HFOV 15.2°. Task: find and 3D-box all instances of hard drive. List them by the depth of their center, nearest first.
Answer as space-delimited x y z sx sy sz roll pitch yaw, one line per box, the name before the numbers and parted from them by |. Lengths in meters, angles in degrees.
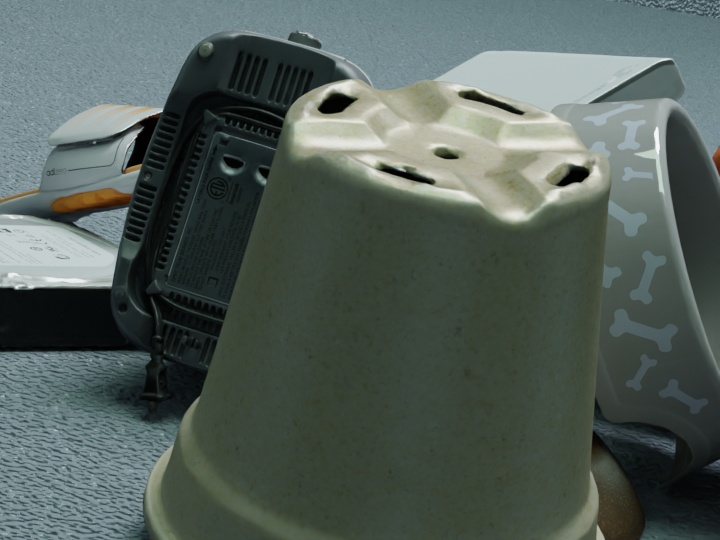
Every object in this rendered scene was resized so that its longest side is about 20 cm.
hard drive | -0.207 0.003 1.424 0.199 0.038 0.140 0 16 -37
hard drive | 0.074 -0.082 1.495 0.132 0.026 0.200 -31 17 -20

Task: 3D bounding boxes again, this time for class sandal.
sandal | -0.156 -0.063 1.540 0.206 0.060 0.079 -11 -3 37

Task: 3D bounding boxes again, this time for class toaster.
toaster | -0.048 -0.017 1.359 0.113 0.201 0.129 16 -4 16

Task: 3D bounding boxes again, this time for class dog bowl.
dog bowl | 0.152 0.006 1.344 0.058 0.201 0.200 -15 5 18

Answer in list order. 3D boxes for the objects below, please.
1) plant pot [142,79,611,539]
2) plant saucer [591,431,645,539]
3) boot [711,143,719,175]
plant pot | 0.020 0.029 1.100 0.199 0.184 0.201 8 24 -4
plant saucer | 0.042 0.084 1.288 0.199 0.037 0.200 10 12 -2
boot | 0.244 -0.031 1.521 0.107 0.075 0.200 -21 26 -25
